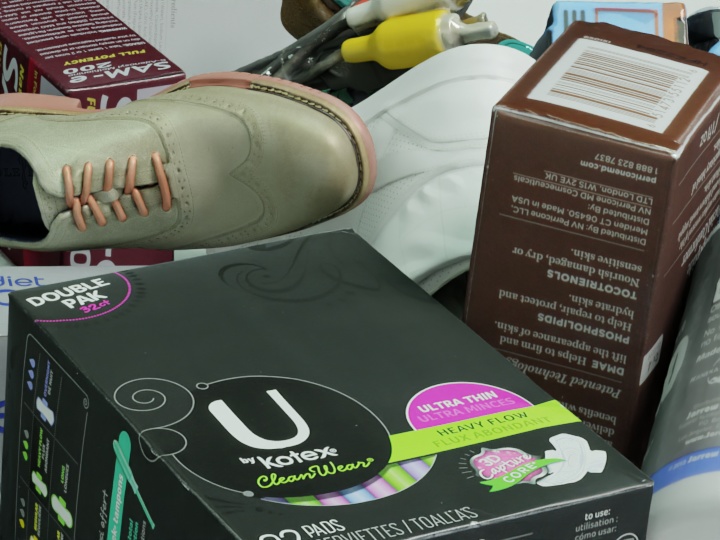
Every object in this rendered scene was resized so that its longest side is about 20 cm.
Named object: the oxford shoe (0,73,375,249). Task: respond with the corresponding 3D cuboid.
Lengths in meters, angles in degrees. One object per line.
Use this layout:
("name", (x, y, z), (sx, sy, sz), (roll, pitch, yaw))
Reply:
("oxford shoe", (-0.091, -0.033, 1.159), (0.199, 0.071, 0.074), (-4, 19, 26))

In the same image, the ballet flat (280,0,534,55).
("ballet flat", (0.043, -0.088, 1.413), (0.200, 0.072, 0.068), (31, 59, -16))

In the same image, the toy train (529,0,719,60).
("toy train", (0.125, -0.016, 1.188), (0.114, 0.087, 0.201), (0, 69, -1))

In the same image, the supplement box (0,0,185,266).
("supplement box", (-0.151, -0.073, 1.318), (0.061, 0.109, 0.200), (-11, 30, -29))

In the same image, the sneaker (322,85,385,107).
("sneaker", (-0.011, -0.073, 1.369), (0.199, 0.088, 0.074), (12, 26, 11))

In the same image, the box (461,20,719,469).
("box", (0.082, 0.022, 1.067), (0.075, 0.201, 0.100), (16, 28, 15))

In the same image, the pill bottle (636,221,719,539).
("pill bottle", (0.164, 0.041, 1.015), (0.113, 0.114, 0.200), (11, 49, 11))

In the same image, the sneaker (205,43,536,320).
("sneaker", (0.000, 0.000, 1.193), (0.073, 0.200, 0.116), (20, 54, -30))

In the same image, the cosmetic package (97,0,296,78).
("cosmetic package", (-0.106, -0.139, 1.496), (0.199, 0.082, 0.113), (-9, 30, -31))

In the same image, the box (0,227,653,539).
("box", (-0.020, 0.090, 0.994), (0.148, 0.125, 0.200), (-10, 29, -28))

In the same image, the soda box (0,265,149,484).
("soda box", (-0.132, 0.041, 1.134), (0.199, 0.069, 0.063), (-1, 26, -13))

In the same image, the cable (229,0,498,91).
("cable", (-0.021, -0.106, 1.324), (0.199, 0.050, 0.097), (-16, 39, 18))
